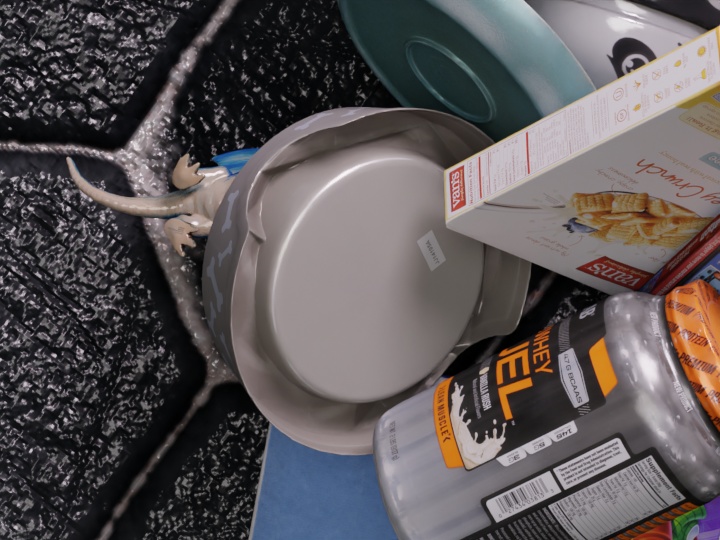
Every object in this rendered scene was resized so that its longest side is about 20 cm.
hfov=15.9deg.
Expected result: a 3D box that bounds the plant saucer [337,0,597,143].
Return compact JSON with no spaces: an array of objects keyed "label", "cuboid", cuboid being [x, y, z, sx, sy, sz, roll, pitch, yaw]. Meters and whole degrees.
[{"label":"plant saucer","cuboid":[0.056,-0.112,1.427,0.200,0.200,0.027,42,74,0]}]

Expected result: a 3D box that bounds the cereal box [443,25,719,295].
[{"label":"cereal box","cuboid":[0.162,-0.052,1.366,0.200,0.144,0.040,-28,53,40]}]

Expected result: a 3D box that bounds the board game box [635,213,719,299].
[{"label":"board game box","cuboid":[0.217,0.016,1.394,0.103,0.200,0.019,26,63,-6]}]

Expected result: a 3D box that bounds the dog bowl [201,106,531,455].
[{"label":"dog bowl","cuboid":[0.000,0.000,1.438,0.199,0.059,0.201,-12,113,-31]}]

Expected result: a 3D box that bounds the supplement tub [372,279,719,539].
[{"label":"supplement tub","cuboid":[0.117,0.091,1.385,0.200,0.123,0.123,-28,91,18]}]

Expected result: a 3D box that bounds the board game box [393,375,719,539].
[{"label":"board game box","cuboid":[0.121,0.151,1.473,0.199,0.045,0.135,16,94,27]}]

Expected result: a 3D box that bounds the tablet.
[{"label":"tablet","cuboid":[-0.012,0.181,1.507,0.130,0.014,0.201,11,92,30]}]

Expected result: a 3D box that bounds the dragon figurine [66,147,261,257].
[{"label":"dragon figurine","cuboid":[-0.066,-0.041,1.503,0.199,0.099,0.059,0,94,21]}]

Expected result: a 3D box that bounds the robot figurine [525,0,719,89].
[{"label":"robot figurine","cuboid":[0.165,-0.189,1.455,0.150,0.125,0.201,18,93,7]}]
